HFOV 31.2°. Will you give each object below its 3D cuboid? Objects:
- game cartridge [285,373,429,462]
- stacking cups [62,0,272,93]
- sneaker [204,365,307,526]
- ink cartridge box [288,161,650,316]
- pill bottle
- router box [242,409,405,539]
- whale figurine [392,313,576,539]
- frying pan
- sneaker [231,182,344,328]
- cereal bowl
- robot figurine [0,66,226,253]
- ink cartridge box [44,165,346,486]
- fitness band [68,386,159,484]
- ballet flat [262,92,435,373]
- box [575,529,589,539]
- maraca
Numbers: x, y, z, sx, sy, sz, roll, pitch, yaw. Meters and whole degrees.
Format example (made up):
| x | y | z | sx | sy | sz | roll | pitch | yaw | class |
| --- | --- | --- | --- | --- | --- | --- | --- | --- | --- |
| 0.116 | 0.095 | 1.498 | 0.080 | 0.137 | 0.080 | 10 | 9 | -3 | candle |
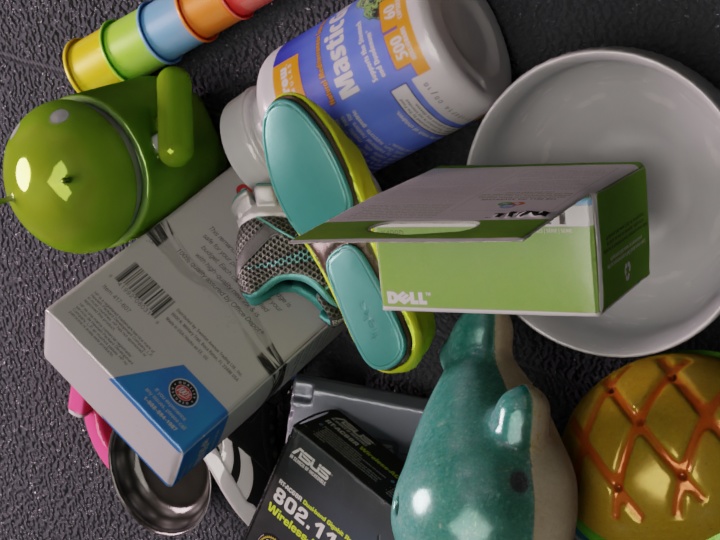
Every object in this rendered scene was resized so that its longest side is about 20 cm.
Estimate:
| x | y | z | sx | sy | sz | roll | pitch | yaw | class |
| --- | --- | --- | --- | --- | --- | --- | --- | --- | --- |
| 0.001 | 0.185 | 1.029 | 0.132 | 0.040 | 0.202 | 12 | 111 | 9 | game cartridge |
| -0.145 | -0.197 | 1.005 | 0.199 | 0.060 | 0.061 | -25 | 92 | 31 | stacking cups |
| -0.077 | 0.124 | 1.057 | 0.111 | 0.073 | 0.201 | -30 | 109 | 6 | sneaker |
| 0.070 | -0.009 | 0.759 | 0.147 | 0.200 | 0.076 | 1 | 106 | 30 | ink cartridge box |
| -0.003 | -0.126 | 0.913 | 0.199 | 0.112 | 0.113 | -25 | 92 | 32 | pill bottle |
| 0.010 | 0.222 | 0.946 | 0.199 | 0.062 | 0.151 | 35 | 115 | 25 | router box |
| 0.068 | 0.116 | 0.829 | 0.159 | 0.103 | 0.202 | 114 | 154 | -57 | whale figurine |
| -0.187 | 0.137 | 1.106 | 0.115 | 0.031 | 0.191 | -36 | 79 | 33 | frying pan |
| 0.000 | 0.000 | 0.933 | 0.198 | 0.078 | 0.092 | 8 | 72 | 3 | sneaker |
| 0.172 | -0.049 | 0.855 | 0.199 | 0.083 | 0.202 | 8 | 108 | 27 | cereal bowl |
| -0.185 | -0.081 | 0.977 | 0.174 | 0.200 | 0.117 | -17 | 98 | 33 | robot figurine |
| -0.114 | 0.037 | 0.970 | 0.146 | 0.200 | 0.084 | 44 | 150 | 10 | ink cartridge box |
| -0.186 | 0.104 | 1.131 | 0.143 | 0.037 | 0.201 | 25 | 117 | 21 | fitness band |
| -0.004 | -0.027 | 0.870 | 0.067 | 0.067 | 0.201 | -26 | 87 | 37 | ballet flat |
| 0.100 | 0.276 | 0.995 | 0.049 | 0.082 | 0.201 | 38 | 120 | 14 | box |
| 0.214 | 0.110 | 0.809 | 0.199 | 0.107 | 0.138 | -17 | 58 | 29 | maraca |
